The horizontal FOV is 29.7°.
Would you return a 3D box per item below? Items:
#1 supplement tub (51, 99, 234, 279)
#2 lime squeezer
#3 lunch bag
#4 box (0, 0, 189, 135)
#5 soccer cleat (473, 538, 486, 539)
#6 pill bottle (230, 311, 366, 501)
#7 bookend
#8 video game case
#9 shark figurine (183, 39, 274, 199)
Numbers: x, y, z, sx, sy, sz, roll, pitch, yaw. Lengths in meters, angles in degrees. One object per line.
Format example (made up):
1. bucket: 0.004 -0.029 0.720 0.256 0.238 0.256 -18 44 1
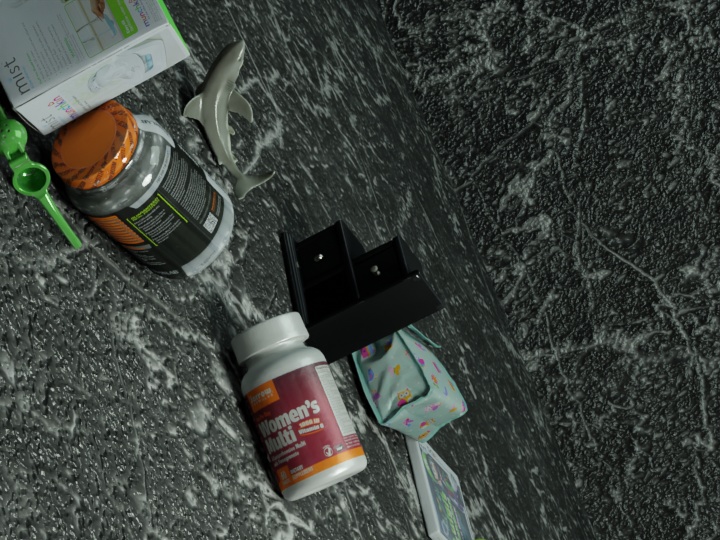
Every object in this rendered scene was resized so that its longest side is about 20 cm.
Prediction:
1. supplement tub: -0.230 -0.086 1.441 0.200 0.121 0.124 48 21 -51
2. lime squeezer: -0.329 -0.105 1.316 0.202 0.037 0.071 62 -17 -9
3. lunch bag: 0.062 0.150 2.130 0.170 0.121 0.201 35 23 -59
4. box: -0.296 -0.270 1.353 0.202 0.175 0.097 61 1 13
5. soccer cleat: 0.199 0.521 2.116 0.081 0.067 0.203 -13 84 -47
6. pill bottle: -0.077 0.160 1.607 0.202 0.109 0.109 67 14 10
7. bookend: 0.000 0.000 1.989 0.092 0.198 0.200 50 20 -45
8. video game case: 0.135 0.378 2.194 0.182 0.023 0.202 50 20 -45
9. shark figurine: -0.205 -0.202 1.896 0.089 0.127 0.218 -10 92 -50
